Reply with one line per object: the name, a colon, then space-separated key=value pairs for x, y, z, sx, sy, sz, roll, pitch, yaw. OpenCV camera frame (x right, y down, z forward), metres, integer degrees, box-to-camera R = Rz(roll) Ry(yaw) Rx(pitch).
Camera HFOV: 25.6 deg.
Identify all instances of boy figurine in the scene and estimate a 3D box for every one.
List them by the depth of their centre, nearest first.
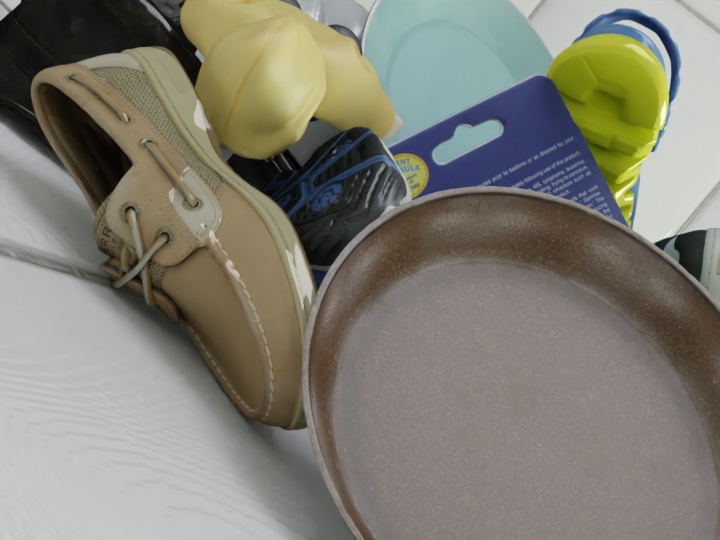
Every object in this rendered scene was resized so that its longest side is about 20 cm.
boy figurine: x=-0.035 y=-0.096 z=0.775 sx=0.124 sy=0.065 sz=0.200 roll=29 pitch=13 yaw=-6

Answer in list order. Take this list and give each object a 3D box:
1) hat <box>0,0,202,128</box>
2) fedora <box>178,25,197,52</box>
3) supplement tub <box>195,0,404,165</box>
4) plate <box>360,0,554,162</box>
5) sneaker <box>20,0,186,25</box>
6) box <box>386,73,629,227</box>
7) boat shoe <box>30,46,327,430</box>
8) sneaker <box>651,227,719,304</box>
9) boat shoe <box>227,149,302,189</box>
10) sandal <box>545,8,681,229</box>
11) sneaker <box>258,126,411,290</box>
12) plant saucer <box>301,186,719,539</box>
hat: x=-0.129 y=-0.107 z=0.821 sx=0.200 sy=0.081 sz=0.201 roll=39 pitch=9 yaw=-7
fedora: x=-0.090 y=-0.154 z=1.177 sx=0.199 sy=0.092 sz=0.201 roll=30 pitch=2 yaw=-1
supplement tub: x=-0.009 y=-0.091 z=1.057 sx=0.199 sy=0.145 sz=0.145 roll=35 pitch=9 yaw=-28
plate: x=0.068 y=-0.096 z=1.011 sx=0.199 sy=0.025 sz=0.202 roll=16 pitch=65 yaw=-37
sneaker: x=-0.142 y=-0.168 z=0.890 sx=0.090 sy=0.200 sz=0.067 roll=23 pitch=58 yaw=-20
box: x=0.085 y=0.017 z=0.762 sx=0.202 sy=0.120 sz=0.032 roll=63 pitch=-23 yaw=0
boat shoe: x=-0.077 y=-0.012 z=0.640 sx=0.064 sy=0.072 sz=0.201 roll=-9 pitch=48 yaw=-31
sneaker: x=0.157 y=0.018 z=0.923 sx=0.087 sy=0.076 sz=0.200 roll=14 pitch=-14 yaw=-3
boat shoe: x=0.000 y=0.000 z=0.907 sx=0.201 sy=0.063 sz=0.074 roll=41 pitch=5 yaw=-1
sandal: x=0.125 y=-0.061 z=0.850 sx=0.079 sy=0.201 sz=0.087 roll=26 pitch=48 yaw=5
sneaker: x=-0.012 y=-0.008 z=0.708 sx=0.077 sy=0.076 sz=0.200 roll=47 pitch=-13 yaw=-9
plant saucer: x=0.068 y=0.060 z=0.589 sx=0.198 sy=0.032 sz=0.202 roll=11 pitch=56 yaw=-16
